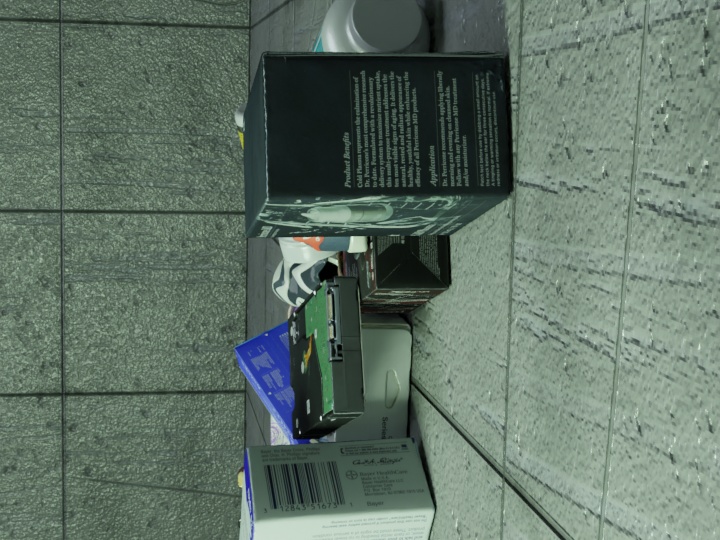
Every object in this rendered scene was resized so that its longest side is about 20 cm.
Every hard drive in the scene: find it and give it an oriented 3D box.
[{"bbox_3d":[-0.038,0.096,1.308,0.200,0.038,0.140,132,136,-69],"label":"hard drive"}]

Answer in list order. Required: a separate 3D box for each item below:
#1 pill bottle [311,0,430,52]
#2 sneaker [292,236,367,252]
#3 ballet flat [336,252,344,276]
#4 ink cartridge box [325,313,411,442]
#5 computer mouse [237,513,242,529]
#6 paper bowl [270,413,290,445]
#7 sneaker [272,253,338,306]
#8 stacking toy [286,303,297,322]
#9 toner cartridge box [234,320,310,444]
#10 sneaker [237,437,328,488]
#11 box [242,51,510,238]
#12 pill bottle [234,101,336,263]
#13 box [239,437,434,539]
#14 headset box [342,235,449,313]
[{"bbox_3d":[0.009,-0.225,1.295,0.200,0.111,0.111,137,133,-77],"label":"pill bottle"},{"bbox_3d":[-0.047,-0.071,1.246,0.200,0.084,0.075,-123,34,-72],"label":"sneaker"},{"bbox_3d":[0.000,0.000,1.455,0.200,0.068,0.067,-142,44,-76],"label":"ballet flat"},{"bbox_3d":[-0.005,0.112,1.439,0.200,0.087,0.146,-142,53,-74],"label":"ink cartridge box"},{"bbox_3d":[-0.040,0.262,1.427,0.044,0.200,0.110,34,154,47],"label":"computer mouse"},{"bbox_3d":[-0.067,0.230,1.749,0.201,0.104,0.201,180,90,-80],"label":"paper bowl"},{"bbox_3d":[-0.034,-0.038,1.672,0.130,0.079,0.199,20,80,50],"label":"sneaker"},{"bbox_3d":[-0.039,0.073,1.693,0.200,0.085,0.086,-157,67,-73],"label":"stacking toy"},{"bbox_3d":[-0.080,0.155,1.643,0.200,0.095,0.043,51,159,40],"label":"toner cartridge box"},{"bbox_3d":[-0.061,0.230,1.486,0.075,0.200,0.090,14,88,44],"label":"sneaker"},{"bbox_3d":[0.005,-0.101,1.063,0.200,0.196,0.124,141,128,-78],"label":"box"},{"bbox_3d":[-0.080,-0.116,1.557,0.111,0.111,0.200,-114,10,-67],"label":"pill bottle"},{"bbox_3d":[-0.032,0.281,1.311,0.105,0.184,0.200,-105,18,-49],"label":"box"},{"bbox_3d":[0.029,-0.038,1.275,0.200,0.077,0.149,143,127,-76],"label":"headset box"}]
